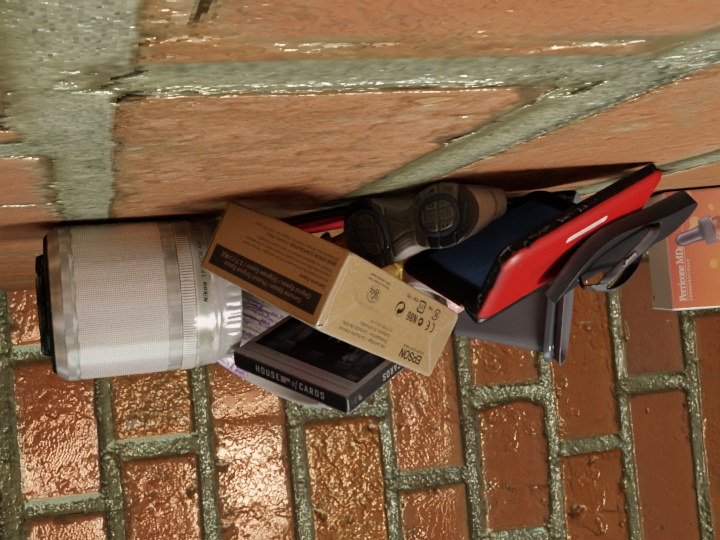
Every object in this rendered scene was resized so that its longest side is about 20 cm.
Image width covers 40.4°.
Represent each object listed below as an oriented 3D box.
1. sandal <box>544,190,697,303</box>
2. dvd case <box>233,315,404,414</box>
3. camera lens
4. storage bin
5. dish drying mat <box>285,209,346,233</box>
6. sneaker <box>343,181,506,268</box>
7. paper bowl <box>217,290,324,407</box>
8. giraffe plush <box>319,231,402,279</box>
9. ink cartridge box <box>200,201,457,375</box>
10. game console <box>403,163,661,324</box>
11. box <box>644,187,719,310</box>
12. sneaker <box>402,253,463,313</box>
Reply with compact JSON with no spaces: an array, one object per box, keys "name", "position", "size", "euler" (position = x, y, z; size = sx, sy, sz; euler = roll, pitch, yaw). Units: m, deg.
[{"name":"sandal","position":[0.259,-0.021,0.936],"size":[0.200,0.043,0.076],"euler":[-27,157,-26]},{"name":"dvd case","position":[-0.014,0.074,1.049],"size":[0.150,0.025,0.200],"euler":[17,-147,31]},{"name":"camera lens","position":[-0.235,0.029,1.030],"size":[0.199,0.161,0.160],"euler":[-4,178,-17]},{"name":"storage bin","position":[0.191,0.003,1.187],"size":[0.134,0.201,0.145],"euler":[6,-178,17]},{"name":"dish drying mat","position":[-0.024,-0.059,1.139],"size":[0.077,0.018,0.200],"euler":[-7,179,-39]},{"name":"sneaker","position":[0.061,-0.045,0.979],"size":[0.087,0.075,0.199],"euler":[-11,-176,-43]},{"name":"paper bowl","position":[-0.106,0.079,1.209],"size":[0.200,0.105,0.201],"euler":[26,161,10]},{"name":"giraffe plush","position":[0.000,0.000,1.235],"size":[0.199,0.173,0.162],"euler":[20,169,0]},{"name":"ink cartridge box","position":[-0.026,0.020,0.936],"size":[0.164,0.075,0.200],"euler":[23,176,39]},{"name":"game console","position":[0.162,-0.048,0.950],"size":[0.199,0.119,0.173],"euler":[-29,157,-23]},{"name":"box","position":[0.482,-0.031,1.267],"size":[0.199,0.153,0.106],"euler":[-5,179,2]},{"name":"sneaker","position":[0.139,0.007,1.066],"size":[0.199,0.105,0.075],"euler":[11,162,0]}]
